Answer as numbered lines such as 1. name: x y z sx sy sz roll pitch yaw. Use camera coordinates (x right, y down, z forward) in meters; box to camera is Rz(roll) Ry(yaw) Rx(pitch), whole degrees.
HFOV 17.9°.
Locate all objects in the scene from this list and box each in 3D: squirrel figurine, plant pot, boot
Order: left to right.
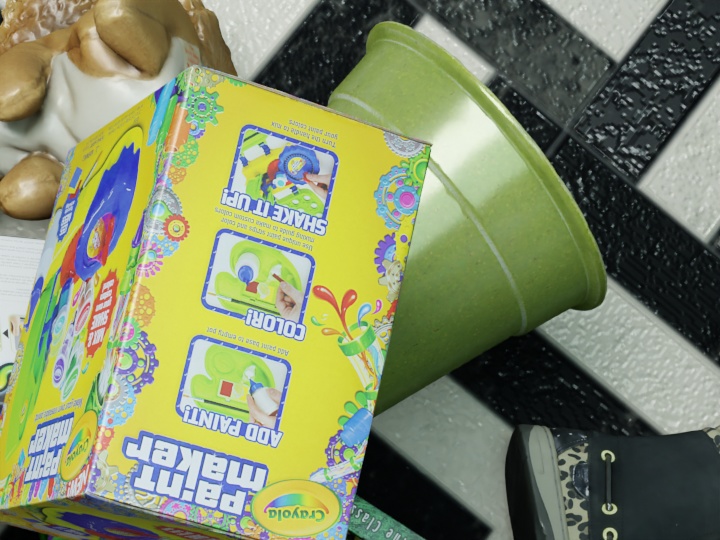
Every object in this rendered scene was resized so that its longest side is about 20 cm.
1. squirrel figurine: -0.172 -0.091 1.270 0.186 0.200 0.142 -13 114 17
2. plant pot: 0.000 0.000 1.256 0.190 0.200 0.200 -39 89 -13
3. boot: 0.173 0.177 1.305 0.153 0.074 0.204 -4 63 -13

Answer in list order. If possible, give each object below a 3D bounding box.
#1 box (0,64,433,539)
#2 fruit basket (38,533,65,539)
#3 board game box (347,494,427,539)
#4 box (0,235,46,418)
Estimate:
1. box: -0.076 0.032 1.061 0.122 0.200 0.193 17 75 -20
2. fruit basket: -0.144 0.214 1.202 0.215 0.156 0.216 4 73 -12
3. board game box: 0.013 0.155 1.258 0.200 0.105 0.023 32 72 8
4. box: -0.212 0.031 1.157 0.199 0.035 0.110 6 51 -22
